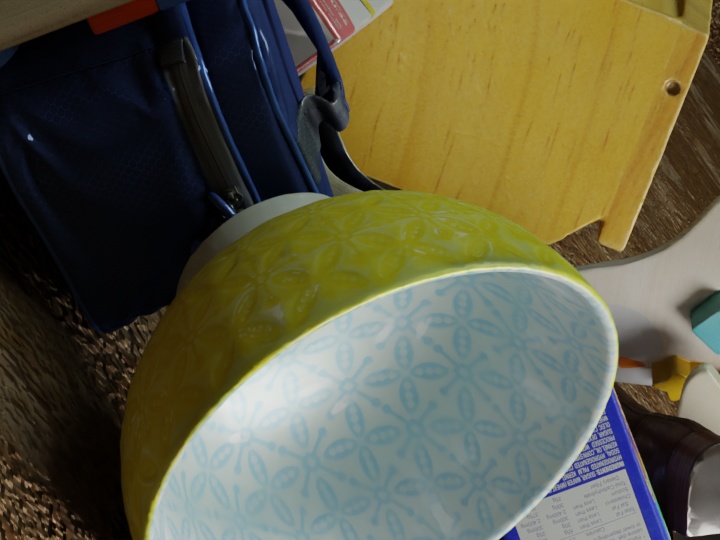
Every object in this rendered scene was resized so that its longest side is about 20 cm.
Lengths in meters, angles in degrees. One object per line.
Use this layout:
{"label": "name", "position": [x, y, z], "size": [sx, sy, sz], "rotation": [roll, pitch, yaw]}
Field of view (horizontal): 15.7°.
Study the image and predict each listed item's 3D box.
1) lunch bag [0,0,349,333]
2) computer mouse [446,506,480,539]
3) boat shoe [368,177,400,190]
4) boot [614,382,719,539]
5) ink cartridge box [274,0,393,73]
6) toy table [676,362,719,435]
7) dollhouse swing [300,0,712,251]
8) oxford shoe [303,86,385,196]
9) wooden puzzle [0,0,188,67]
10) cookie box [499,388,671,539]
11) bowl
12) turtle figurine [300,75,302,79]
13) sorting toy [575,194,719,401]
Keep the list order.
{"label": "lunch bag", "position": [-0.078, -0.080, 1.074], "size": [0.136, 0.132, 0.200], "rotation": [66, 4, -46]}
{"label": "computer mouse", "position": [0.030, 0.109, 1.158], "size": [0.200, 0.053, 0.139], "rotation": [70, 0, -73]}
{"label": "boat shoe", "position": [0.039, -0.010, 1.454], "size": [0.200, 0.073, 0.067], "rotation": [58, 17, 13]}
{"label": "boot", "position": [0.134, 0.148, 1.423], "size": [0.064, 0.187, 0.200], "rotation": [7, 9, -28]}
{"label": "ink cartridge box", "position": [-0.054, -0.123, 1.327], "size": [0.068, 0.116, 0.200], "rotation": [55, 16, -5]}
{"label": "toy table", "position": [0.211, 0.158, 1.549], "size": [0.184, 0.117, 0.200], "rotation": [51, 17, -15]}
{"label": "dollhouse swing", "position": [0.081, -0.135, 1.494], "size": [0.199, 0.182, 0.176], "rotation": [20, 11, -3]}
{"label": "oxford shoe", "position": [0.000, 0.000, 1.314], "size": [0.200, 0.074, 0.071], "rotation": [57, 15, 6]}
{"label": "wooden puzzle", "position": [-0.133, -0.142, 1.026], "size": [0.046, 0.199, 0.186], "rotation": [74, -2, -45]}
{"label": "cookie box", "position": [0.107, 0.129, 1.238], "size": [0.171, 0.075, 0.201], "rotation": [-6, 76, -87]}
{"label": "bowl", "position": [-0.013, 0.034, 0.994], "size": [0.200, 0.200, 0.108], "rotation": [34, 18, -53]}
{"label": "turtle figurine", "position": [0.022, -0.175, 1.564], "size": [0.194, 0.199, 0.145], "rotation": [-23, 111, -52]}
{"label": "sorting toy", "position": [0.191, 0.034, 1.597], "size": [0.200, 0.179, 0.107], "rotation": [81, 8, -65]}
